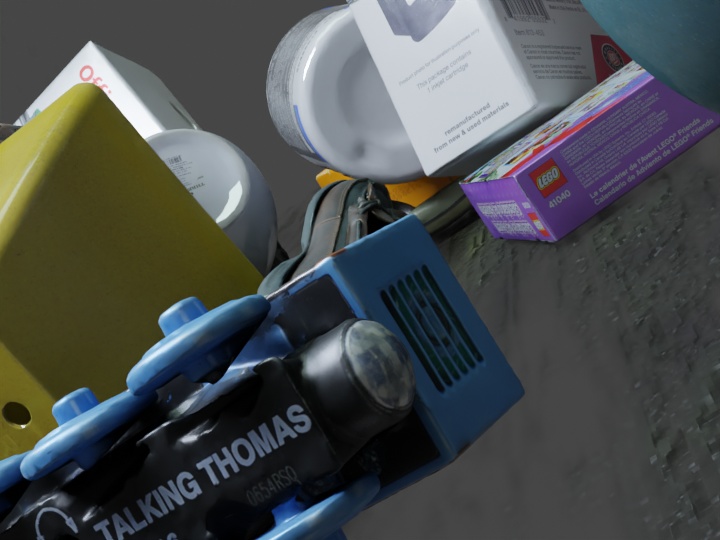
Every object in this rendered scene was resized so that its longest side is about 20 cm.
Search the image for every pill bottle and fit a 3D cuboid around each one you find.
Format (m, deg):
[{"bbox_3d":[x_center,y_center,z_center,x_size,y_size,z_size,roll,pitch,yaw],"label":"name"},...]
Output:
[{"bbox_3d":[-0.001,-0.119,1.067,0.114,0.114,0.200,-35,13,-5],"label":"pill bottle"}]

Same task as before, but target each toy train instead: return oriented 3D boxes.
[{"bbox_3d":[-0.049,0.063,0.505,0.200,0.087,0.114,-34,-4,33],"label":"toy train"}]

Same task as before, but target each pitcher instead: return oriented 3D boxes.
[{"bbox_3d":[-0.140,0.003,1.066,0.171,0.121,0.200,-25,-22,-20],"label":"pitcher"}]

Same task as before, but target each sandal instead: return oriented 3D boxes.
[{"bbox_3d":[0.009,-0.029,1.041,0.201,0.057,0.080,-36,5,4],"label":"sandal"}]

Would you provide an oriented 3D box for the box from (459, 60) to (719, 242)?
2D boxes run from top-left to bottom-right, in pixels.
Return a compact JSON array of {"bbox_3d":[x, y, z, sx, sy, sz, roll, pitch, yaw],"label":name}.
[{"bbox_3d":[0.149,-0.085,0.787,0.200,0.039,0.137,-35,5,-4],"label":"box"}]

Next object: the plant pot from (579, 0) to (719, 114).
[{"bbox_3d":[0.144,-0.120,0.499,0.200,0.200,0.135,-36,-29,-11],"label":"plant pot"}]

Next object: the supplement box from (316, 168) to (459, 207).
[{"bbox_3d":[0.074,-0.108,1.253,0.126,0.074,0.200,-29,8,42],"label":"supplement box"}]

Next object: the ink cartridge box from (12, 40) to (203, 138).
[{"bbox_3d":[-0.204,-0.045,1.186,0.200,0.146,0.084,-47,-26,9],"label":"ink cartridge box"}]

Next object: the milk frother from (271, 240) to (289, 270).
[{"bbox_3d":[-0.174,-0.015,1.349,0.188,0.181,0.200,-33,11,5],"label":"milk frother"}]

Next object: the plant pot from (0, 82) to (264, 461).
[{"bbox_3d":[-0.188,0.051,0.923,0.200,0.200,0.177,-31,17,29],"label":"plant pot"}]

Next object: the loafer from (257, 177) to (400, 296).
[{"bbox_3d":[0.000,0.000,0.892,0.063,0.072,0.200,-12,20,19],"label":"loafer"}]

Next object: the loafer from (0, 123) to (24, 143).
[{"bbox_3d":[-0.242,-0.069,1.039,0.072,0.063,0.200,-35,-27,32],"label":"loafer"}]

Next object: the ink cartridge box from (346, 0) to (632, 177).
[{"bbox_3d":[0.065,-0.162,0.924,0.084,0.200,0.145,-31,-14,34],"label":"ink cartridge box"}]
